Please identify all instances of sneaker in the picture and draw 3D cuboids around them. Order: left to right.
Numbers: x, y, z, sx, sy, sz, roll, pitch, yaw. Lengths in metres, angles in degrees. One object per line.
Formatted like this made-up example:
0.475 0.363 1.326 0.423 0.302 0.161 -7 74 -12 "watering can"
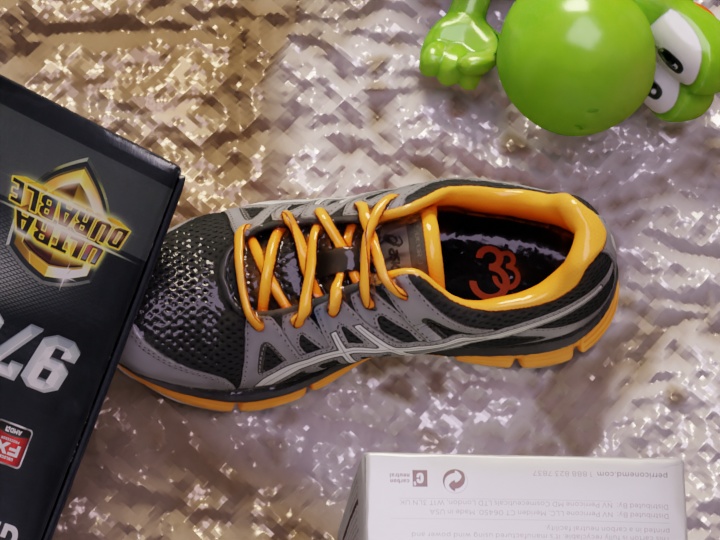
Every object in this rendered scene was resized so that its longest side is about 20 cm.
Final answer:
0.000 0.000 0.893 0.200 0.077 0.078 -8 73 -7 "sneaker"

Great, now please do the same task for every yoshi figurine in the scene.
0.056 -0.127 0.937 0.200 0.112 0.112 44 84 8 "yoshi figurine"

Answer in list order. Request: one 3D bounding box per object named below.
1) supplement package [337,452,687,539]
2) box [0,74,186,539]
0.050 0.172 0.814 0.109 0.114 0.200 1 71 -5 "supplement package"
-0.164 0.002 0.806 0.046 0.200 0.159 13 80 44 "box"
